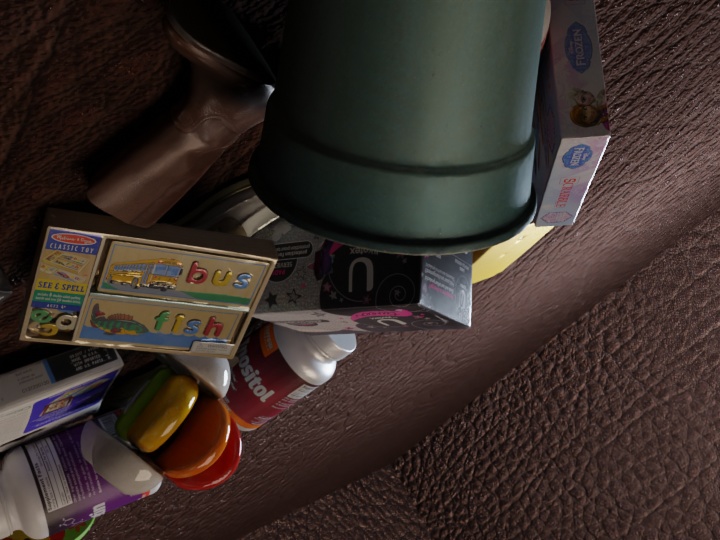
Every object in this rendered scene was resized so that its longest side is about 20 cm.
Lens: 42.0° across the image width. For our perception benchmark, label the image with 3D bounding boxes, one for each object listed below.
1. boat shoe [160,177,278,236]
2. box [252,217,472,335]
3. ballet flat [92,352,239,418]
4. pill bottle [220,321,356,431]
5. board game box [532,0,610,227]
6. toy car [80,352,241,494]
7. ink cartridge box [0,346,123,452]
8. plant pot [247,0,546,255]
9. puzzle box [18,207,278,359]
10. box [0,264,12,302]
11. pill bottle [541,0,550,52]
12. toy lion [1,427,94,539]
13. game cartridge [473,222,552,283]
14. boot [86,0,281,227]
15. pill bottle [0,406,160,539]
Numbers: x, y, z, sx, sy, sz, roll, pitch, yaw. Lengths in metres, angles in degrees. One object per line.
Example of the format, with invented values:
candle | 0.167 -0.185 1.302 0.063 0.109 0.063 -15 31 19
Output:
boat shoe | -0.138 -0.025 0.893 0.199 0.069 0.075 -29 163 -9
box | 0.000 0.000 0.954 0.198 0.116 0.132 -6 165 29
ballet flat | -0.252 0.135 1.203 0.199 0.047 0.067 -25 159 -7
pill bottle | -0.108 0.124 1.279 0.199 0.114 0.113 -36 163 21
board game box | 0.175 -0.167 0.835 0.041 0.202 0.200 -3 164 3
toy car | -0.203 0.174 1.041 0.176 0.150 0.200 -54 -161 -16
ink cartridge box | -0.368 0.149 1.011 0.197 0.044 0.200 -21 166 -30
plant pot | 0.032 -0.145 0.593 0.199 0.200 0.198 -19 129 -37
puzzle box | -0.184 0.017 0.818 0.198 0.026 0.134 7 129 -26
box | -0.387 0.050 0.700 0.199 0.049 0.161 -37 161 16
pill bottle | 0.094 -0.191 0.763 0.111 0.112 0.200 -30 164 -6
toy lion | -0.413 0.318 1.157 0.199 0.193 0.069 -22 161 -30
game cartridge | 0.235 -0.039 1.594 0.175 0.033 0.200 -16 159 -43
boot | -0.147 -0.103 0.688 0.199 0.065 0.186 -33 162 18
pill bottle | -0.346 0.246 1.120 0.199 0.113 0.113 -19 159 -26
